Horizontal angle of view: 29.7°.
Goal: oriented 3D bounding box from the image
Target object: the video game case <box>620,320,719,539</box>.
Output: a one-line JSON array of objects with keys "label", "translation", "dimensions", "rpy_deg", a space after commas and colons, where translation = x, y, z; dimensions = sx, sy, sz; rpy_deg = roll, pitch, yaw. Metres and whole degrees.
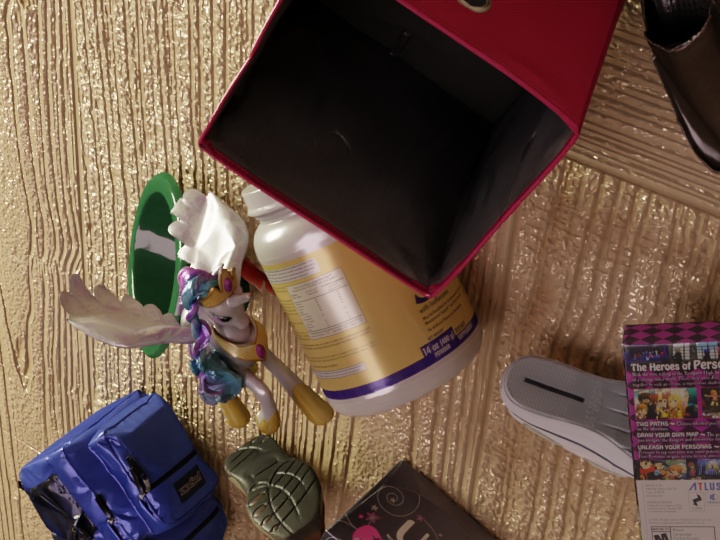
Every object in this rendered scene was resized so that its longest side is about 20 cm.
[{"label": "video game case", "translation": [0.292, 0.121, 0.967], "dimensions": [0.197, 0.036, 0.184], "rpy_deg": [-4, 115, 16]}]

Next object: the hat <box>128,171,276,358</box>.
[{"label": "hat", "translation": [-0.116, 0.010, 1.304], "dimensions": [0.166, 0.174, 0.202], "rpy_deg": [-56, 39, 46]}]

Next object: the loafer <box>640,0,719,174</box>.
[{"label": "loafer", "translation": [0.216, -0.147, 0.891], "dimensions": [0.072, 0.071, 0.202], "rpy_deg": [-13, 106, 43]}]

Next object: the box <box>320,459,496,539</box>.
[{"label": "box", "translation": [0.060, 0.299, 1.247], "dimensions": [0.199, 0.132, 0.116], "rpy_deg": [38, 132, 16]}]

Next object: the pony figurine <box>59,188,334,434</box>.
[{"label": "pony figurine", "translation": [-0.124, 0.042, 1.120], "dimensions": [0.192, 0.167, 0.201], "rpy_deg": [26, 152, 40]}]

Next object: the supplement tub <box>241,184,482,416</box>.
[{"label": "supplement tub", "translation": [0.000, 0.000, 1.109], "dimensions": [0.144, 0.145, 0.202], "rpy_deg": [-15, 106, 44]}]

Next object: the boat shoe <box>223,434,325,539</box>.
[{"label": "boat shoe", "translation": [-0.073, 0.227, 1.324], "dimensions": [0.075, 0.075, 0.200], "rpy_deg": [64, 171, -22]}]

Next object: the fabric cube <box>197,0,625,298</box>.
[{"label": "fabric cube", "translation": [0.042, -0.148, 0.905], "dimensions": [0.195, 0.201, 0.200], "rpy_deg": [33, 138, -7]}]

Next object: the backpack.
[{"label": "backpack", "translation": [-0.238, 0.249, 1.447], "dimensions": [0.167, 0.162, 0.202], "rpy_deg": [-26, 97, 42]}]

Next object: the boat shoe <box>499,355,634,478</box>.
[{"label": "boat shoe", "translation": [0.206, 0.123, 1.077], "dimensions": [0.198, 0.074, 0.067], "rpy_deg": [26, 162, 17]}]
